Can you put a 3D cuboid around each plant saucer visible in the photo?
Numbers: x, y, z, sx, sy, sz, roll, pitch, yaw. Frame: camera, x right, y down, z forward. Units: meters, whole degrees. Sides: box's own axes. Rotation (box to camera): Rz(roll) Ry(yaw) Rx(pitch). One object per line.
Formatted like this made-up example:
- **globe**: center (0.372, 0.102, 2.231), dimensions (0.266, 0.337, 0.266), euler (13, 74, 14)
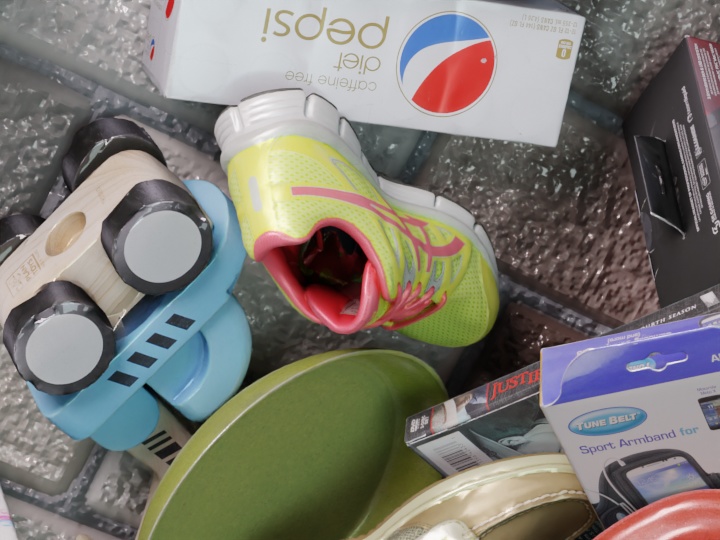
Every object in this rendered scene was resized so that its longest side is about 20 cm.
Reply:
- **plant saucer**: center (-0.038, 0.117, 1.062), dimensions (0.199, 0.031, 0.201), euler (-28, 138, -28)

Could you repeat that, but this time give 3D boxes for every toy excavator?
- **toy excavator**: center (-0.105, 0.060, 1.034), dimensions (0.194, 0.100, 0.200), euler (-45, 123, 3)

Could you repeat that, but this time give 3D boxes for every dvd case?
- **dvd case**: center (0.143, 0.082, 1.050), dimensions (0.199, 0.022, 0.146), euler (-27, 129, 29)

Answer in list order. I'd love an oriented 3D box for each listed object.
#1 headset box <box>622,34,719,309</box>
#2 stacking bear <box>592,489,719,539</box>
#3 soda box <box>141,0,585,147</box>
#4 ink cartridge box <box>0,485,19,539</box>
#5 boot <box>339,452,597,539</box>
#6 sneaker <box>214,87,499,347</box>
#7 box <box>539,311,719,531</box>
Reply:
- **headset box**: center (0.225, -0.026, 1.064), dimensions (0.199, 0.149, 0.075), euler (11, 139, -20)
- **stacking bear**: center (0.183, 0.210, 1.014), dimensions (0.114, 0.121, 0.200), euler (-47, 128, -25)
- **soda box**: center (0.001, -0.109, 1.019), dimensions (0.199, 0.064, 0.068), euler (6, 107, -18)
- **ink cartridge box**: center (-0.222, 0.156, 0.964), dimensions (0.144, 0.200, 0.088), euler (-11, 111, -13)
- **boot**: center (0.044, 0.184, 1.012), dimensions (0.199, 0.155, 0.072), euler (-26, 138, -1)
- **sneaker**: center (0.000, 0.000, 1.016), dimensions (0.078, 0.091, 0.200), euler (-27, 139, 27)
- **box**: center (0.164, 0.085, 1.008), dimensions (0.118, 0.042, 0.200), euler (-12, 133, 18)
